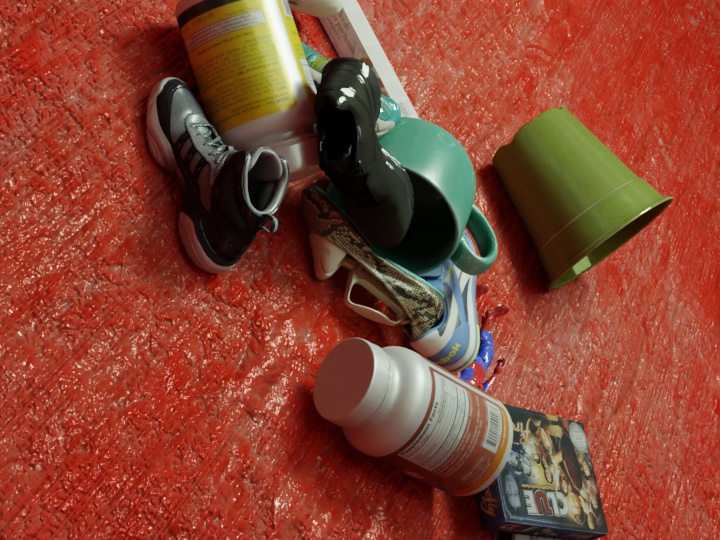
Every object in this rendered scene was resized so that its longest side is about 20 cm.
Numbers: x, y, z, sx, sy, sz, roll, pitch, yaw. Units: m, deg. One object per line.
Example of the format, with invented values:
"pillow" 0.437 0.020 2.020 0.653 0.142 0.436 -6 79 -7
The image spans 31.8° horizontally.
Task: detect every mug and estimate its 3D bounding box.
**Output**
"mug" 0.056 -0.078 1.383 0.186 0.151 0.115 60 36 -30

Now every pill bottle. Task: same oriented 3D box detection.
"pill bottle" 0.052 0.144 1.264 0.200 0.112 0.113 31 45 -36
"pill bottle" -0.105 -0.187 1.274 0.114 0.114 0.201 -17 89 -54

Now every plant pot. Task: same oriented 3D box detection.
"plant pot" 0.275 -0.107 1.676 0.190 0.200 0.200 54 34 12

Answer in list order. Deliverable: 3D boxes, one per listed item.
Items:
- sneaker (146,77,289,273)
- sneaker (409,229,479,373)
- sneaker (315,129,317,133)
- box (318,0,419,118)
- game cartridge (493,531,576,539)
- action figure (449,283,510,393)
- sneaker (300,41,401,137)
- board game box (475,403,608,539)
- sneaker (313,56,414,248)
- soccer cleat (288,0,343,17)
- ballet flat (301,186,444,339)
"sneaker" -0.130 -0.107 1.196 0.075 0.113 0.201 0 67 -52
"sneaker" 0.084 0.013 1.426 0.082 0.074 0.201 22 50 -40
"sneaker" 0.010 -0.177 1.454 0.199 0.075 0.100 28 49 -39
"box" 0.003 -0.258 1.532 0.201 0.039 0.041 61 34 -2
"game cartridge" 0.201 0.306 1.412 0.133 0.041 0.201 38 42 -37
"action figure" 0.134 0.100 1.455 0.065 0.051 0.201 47 40 -26
"sneaker" -0.041 -0.197 1.350 0.079 0.078 0.200 -24 53 -40
"board game box" 0.194 0.224 1.398 0.199 0.034 0.136 17 55 -45
"sneaker" -0.006 -0.103 1.248 0.201 0.075 0.091 68 27 -26
"soccer cleat" -0.106 -0.330 1.423 0.199 0.069 0.078 28 52 -29
"ballet flat" 0.000 0.000 1.330 0.200 0.068 0.075 41 74 -10
